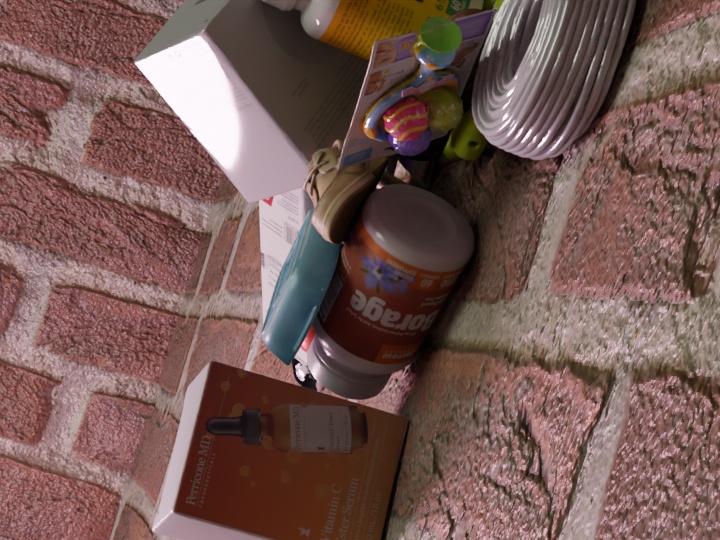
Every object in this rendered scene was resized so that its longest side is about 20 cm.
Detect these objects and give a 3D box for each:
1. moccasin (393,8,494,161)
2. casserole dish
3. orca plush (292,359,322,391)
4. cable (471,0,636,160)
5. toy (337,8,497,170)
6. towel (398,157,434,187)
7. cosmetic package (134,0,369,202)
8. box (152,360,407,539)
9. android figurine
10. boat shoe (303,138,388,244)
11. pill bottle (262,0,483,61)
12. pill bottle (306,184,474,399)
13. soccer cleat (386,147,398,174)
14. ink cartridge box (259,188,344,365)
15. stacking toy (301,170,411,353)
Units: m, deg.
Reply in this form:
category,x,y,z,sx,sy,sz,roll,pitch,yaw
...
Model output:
category,x,y,z,sx,sy,sz,roll,pitch,yaw
moccasin,0.079,-0.181,1.563,0.201,0.074,0.078,107,166,-61
casserole dish,-0.055,0.008,1.630,0.200,0.039,0.121,-76,12,-62
orca plush,-0.048,0.045,1.987,0.105,0.071,0.200,-93,24,-59
cable,0.160,-0.190,1.390,0.200,0.069,0.200,-99,29,-65
toy,0.053,-0.142,1.460,0.047,0.115,0.200,63,159,24
towel,0.078,-0.179,1.862,0.200,0.023,0.144,-114,44,-71
cosmetic package,-0.091,-0.215,1.747,0.123,0.200,0.199,-15,32,45
box,-0.077,0.193,1.592,0.106,0.200,0.152,135,150,-65
android figurine,0.126,-0.196,1.629,0.200,0.041,0.182,121,162,-54
boat shoe,-0.024,-0.078,1.590,0.071,0.064,0.200,-62,-1,17
pill bottle,0.010,-0.266,1.660,0.113,0.200,0.113,-158,90,-79
pill bottle,0.022,0.026,1.602,0.112,0.112,0.200,-88,19,-52
soccer cleat,0.000,-0.065,1.881,0.085,0.069,0.200,-48,-27,-74
ink cartridge box,-0.049,-0.015,1.831,0.144,0.084,0.200,-146,53,-62
stacking toy,0.000,0.000,1.717,0.200,0.085,0.085,-60,13,2
